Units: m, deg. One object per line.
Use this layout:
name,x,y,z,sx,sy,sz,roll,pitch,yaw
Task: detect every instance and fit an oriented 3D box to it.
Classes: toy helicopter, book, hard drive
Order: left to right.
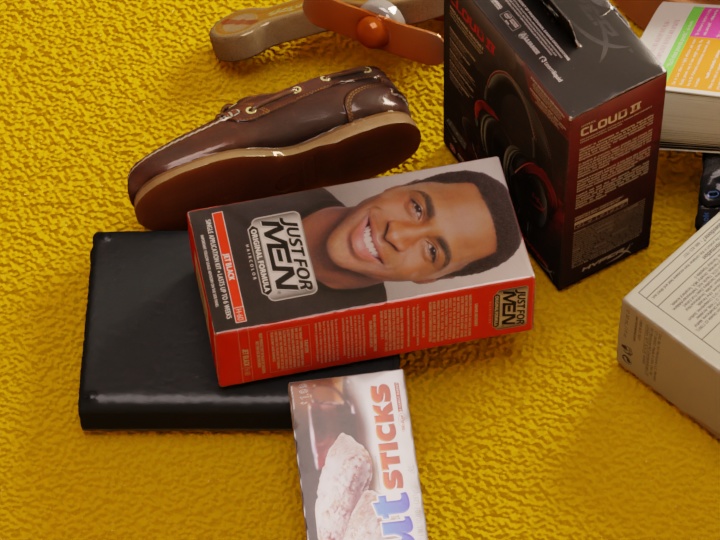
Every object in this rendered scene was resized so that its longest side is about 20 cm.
hard drive,-0.075,0.036,1.695,0.200,0.033,0.140,0,55,2
toy helicopter,-0.007,-0.175,1.812,0.200,0.079,0.132,-15,31,11
book,0.278,-0.127,1.734,0.200,0.048,0.134,6,37,19

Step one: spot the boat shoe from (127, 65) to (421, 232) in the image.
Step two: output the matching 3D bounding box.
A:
boat shoe,-0.063,-0.082,1.759,0.200,0.070,0.070,-16,56,-18

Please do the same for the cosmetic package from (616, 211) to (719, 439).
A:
cosmetic package,0.264,0.063,1.640,0.105,0.071,0.200,-38,62,-23

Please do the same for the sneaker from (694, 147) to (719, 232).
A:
sneaker,0.274,-0.021,1.707,0.112,0.073,0.200,-12,47,-3

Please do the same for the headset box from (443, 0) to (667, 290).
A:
headset box,0.119,-0.109,1.690,0.075,0.200,0.149,-26,58,-16

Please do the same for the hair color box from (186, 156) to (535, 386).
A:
hair color box,0.000,0.000,1.661,0.200,0.061,0.102,-11,54,-7

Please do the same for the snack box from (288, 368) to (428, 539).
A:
snack box,0.004,0.157,1.592,0.072,0.024,0.200,-7,64,-3

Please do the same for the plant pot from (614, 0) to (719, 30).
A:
plant pot,0.263,-0.264,1.833,0.200,0.140,0.200,-1,55,2
